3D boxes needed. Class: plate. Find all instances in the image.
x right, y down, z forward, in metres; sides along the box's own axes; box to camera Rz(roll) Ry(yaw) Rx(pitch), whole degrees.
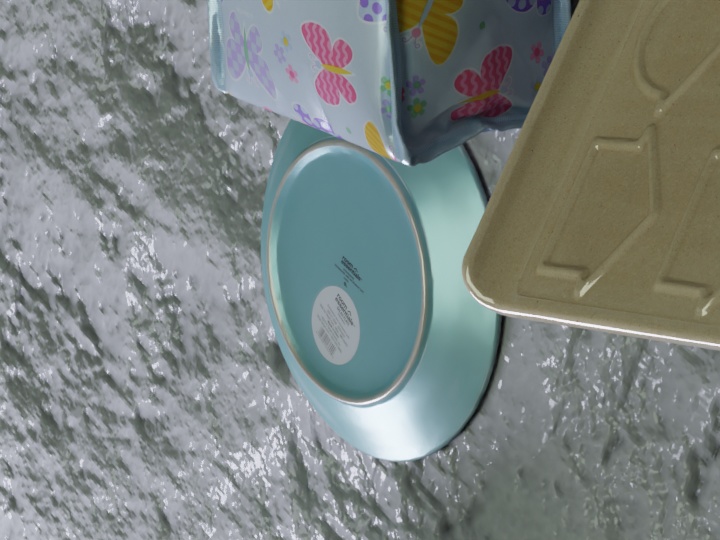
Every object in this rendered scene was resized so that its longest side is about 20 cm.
[{"bbox_3d":[0.000,0.000,1.390,0.200,0.026,0.201,14,107,50],"label":"plate"}]

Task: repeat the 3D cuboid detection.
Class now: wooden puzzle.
[{"bbox_3d":[0.153,-0.052,1.107,0.200,0.046,0.186,11,72,48],"label":"wooden puzzle"}]

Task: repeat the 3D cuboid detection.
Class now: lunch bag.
[{"bbox_3d":[0.013,-0.169,1.259,0.169,0.127,0.201,22,124,52],"label":"lunch bag"}]
